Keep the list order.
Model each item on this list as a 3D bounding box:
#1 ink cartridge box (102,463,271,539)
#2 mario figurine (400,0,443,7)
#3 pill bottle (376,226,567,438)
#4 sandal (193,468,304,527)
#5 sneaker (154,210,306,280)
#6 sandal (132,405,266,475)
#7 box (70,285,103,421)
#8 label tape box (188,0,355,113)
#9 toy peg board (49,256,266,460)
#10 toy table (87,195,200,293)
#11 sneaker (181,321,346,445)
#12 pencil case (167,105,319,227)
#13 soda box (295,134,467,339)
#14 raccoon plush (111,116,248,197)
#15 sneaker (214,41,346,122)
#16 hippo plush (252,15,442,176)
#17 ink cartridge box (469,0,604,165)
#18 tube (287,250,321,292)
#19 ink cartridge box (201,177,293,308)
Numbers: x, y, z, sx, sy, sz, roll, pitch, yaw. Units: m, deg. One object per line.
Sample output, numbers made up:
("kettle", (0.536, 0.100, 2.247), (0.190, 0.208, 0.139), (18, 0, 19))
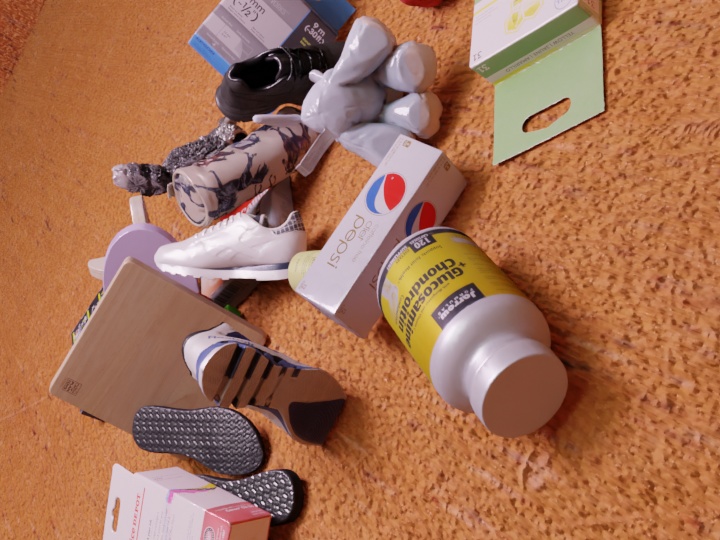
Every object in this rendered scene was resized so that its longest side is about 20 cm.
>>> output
("ink cartridge box", (-0.194, 0.290, 1.119), (0.198, 0.067, 0.119), (16, 98, 38))
("mario figurine", (0.065, -0.407, 1.247), (0.124, 0.104, 0.202), (100, 176, -49))
("pill bottle", (0.097, 0.053, 0.900), (0.113, 0.111, 0.200), (-55, 34, 13))
("sandal", (-0.136, 0.265, 1.151), (0.198, 0.048, 0.077), (-12, 72, 35))
("sneaker", (-0.160, -0.032, 1.266), (0.076, 0.196, 0.082), (-44, -48, -75))
("sandal", (-0.188, 0.196, 1.233), (0.197, 0.045, 0.077), (5, 87, 32))
("box", (-0.389, 0.108, 1.604), (0.161, 0.044, 0.201), (-53, 35, 18))
("label tape box", (-0.109, -0.328, 1.357), (0.201, 0.143, 0.066), (-51, 13, -11))
("toy peg board", (-0.254, 0.099, 1.301), (0.201, 0.198, 0.098), (-55, 18, 13))
("toy table", (-0.290, 0.006, 1.431), (0.118, 0.180, 0.203), (-108, 19, -59))
("sneaker", (-0.111, 0.105, 1.076), (0.115, 0.198, 0.081), (31, 90, 49))
("pencil case", (-0.148, -0.133, 1.310), (0.199, 0.079, 0.089), (-34, 37, -24))
("soda box", (0.023, -0.036, 1.063), (0.068, 0.064, 0.201), (28, 81, 42))
("raccoon plush", (-0.245, -0.172, 1.466), (0.135, 0.197, 0.098), (-93, 20, -48))
("sneaker", (-0.082, -0.244, 1.278), (0.077, 0.198, 0.091), (64, 162, 11))
("hippo plush", (0.006, -0.186, 1.195), (0.200, 0.160, 0.161), (-42, 6, 7))
("ink cartridge box", (0.175, -0.224, 1.033), (0.145, 0.048, 0.203), (-24, 48, 44))
("tube", (0.000, 0.000, 1.131), (0.198, 0.052, 0.059), (0, 105, 47))
("ink cartridge box", (-0.157, -0.066, 1.390), (0.162, 0.050, 0.202), (-42, 42, 30))
